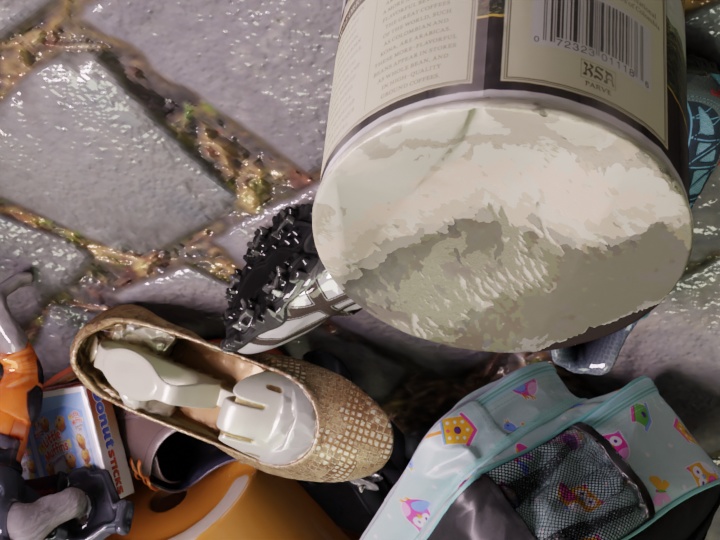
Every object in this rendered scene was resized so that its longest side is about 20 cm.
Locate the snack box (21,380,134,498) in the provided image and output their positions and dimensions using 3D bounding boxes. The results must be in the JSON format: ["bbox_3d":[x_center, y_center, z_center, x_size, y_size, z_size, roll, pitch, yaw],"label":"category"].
[{"bbox_3d":[-0.228,0.114,1.147,0.199,0.073,0.024,-11,-175,34],"label":"snack box"}]

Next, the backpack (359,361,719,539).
[{"bbox_3d":[0.108,0.146,1.078,0.199,0.154,0.176,-17,148,-34],"label":"backpack"}]

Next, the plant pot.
[{"bbox_3d":[-0.083,0.202,1.176,0.198,0.201,0.184,-12,123,22],"label":"plant pot"}]

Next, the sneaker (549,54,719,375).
[{"bbox_3d":[0.136,-0.020,0.922,0.078,0.096,0.201,8,142,-4],"label":"sneaker"}]

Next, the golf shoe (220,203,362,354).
[{"bbox_3d":[0.000,0.000,0.984,0.094,0.078,0.200,27,139,-25],"label":"golf shoe"}]

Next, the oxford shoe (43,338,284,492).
[{"bbox_3d":[-0.136,0.097,1.128,0.199,0.073,0.071,-17,137,27],"label":"oxford shoe"}]

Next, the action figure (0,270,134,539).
[{"bbox_3d":[-0.241,0.120,1.074,0.198,0.195,0.104,-20,164,21],"label":"action figure"}]

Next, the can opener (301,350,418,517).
[{"bbox_3d":[0.013,0.117,1.139,0.063,0.079,0.200,-2,152,20],"label":"can opener"}]

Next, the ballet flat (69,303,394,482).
[{"bbox_3d":[-0.079,0.073,1.042,0.198,0.071,0.065,16,-170,21],"label":"ballet flat"}]

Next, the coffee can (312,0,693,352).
[{"bbox_3d":[0.061,-0.090,0.760,0.145,0.201,0.147,4,142,3],"label":"coffee can"}]
